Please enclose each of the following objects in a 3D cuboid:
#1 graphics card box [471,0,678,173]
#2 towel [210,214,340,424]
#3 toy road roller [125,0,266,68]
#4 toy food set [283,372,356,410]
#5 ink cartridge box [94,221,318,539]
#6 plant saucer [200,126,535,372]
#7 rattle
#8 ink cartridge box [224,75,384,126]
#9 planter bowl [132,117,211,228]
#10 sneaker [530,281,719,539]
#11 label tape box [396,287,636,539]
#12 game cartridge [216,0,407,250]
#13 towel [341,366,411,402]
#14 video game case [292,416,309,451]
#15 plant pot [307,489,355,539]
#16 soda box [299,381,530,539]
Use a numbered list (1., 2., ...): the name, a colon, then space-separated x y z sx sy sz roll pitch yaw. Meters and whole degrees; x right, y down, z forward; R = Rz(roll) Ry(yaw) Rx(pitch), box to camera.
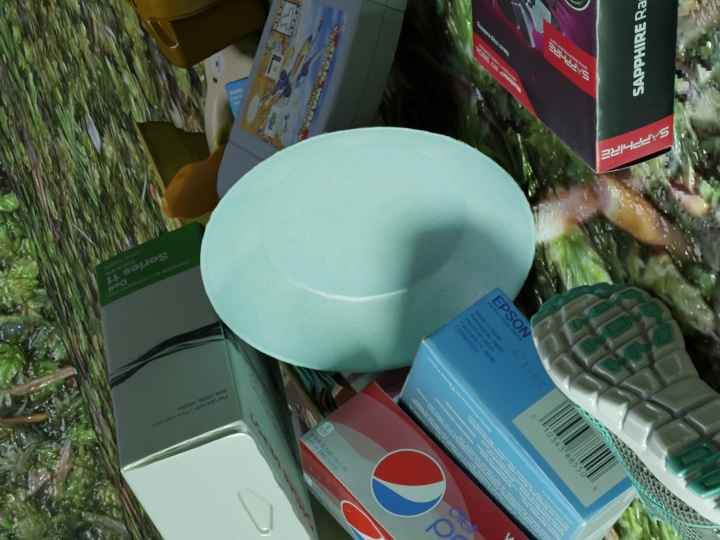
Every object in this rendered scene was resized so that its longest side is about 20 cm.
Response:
1. graphics card box: 0.099 -0.160 0.849 0.126 0.051 0.200 -128 26 -45
2. towel: -0.051 0.047 1.242 0.147 0.022 0.200 58 174 18
3. toy road roller: -0.152 -0.248 1.402 0.200 0.123 0.146 44 160 54
4. toy food set: 0.007 0.138 1.337 0.144 0.060 0.200 -52 52 42
5. ink cartridge box: -0.098 0.091 1.148 0.200 0.083 0.147 -107 -6 -51
6. plant saucer: 0.004 -0.019 1.079 0.039 0.201 0.201 -96 2 -46
7. rattle: -0.132 -0.133 1.422 0.200 0.143 0.130 65 159 15
8. ink cartridge box: -0.021 -0.052 1.287 0.115 0.068 0.200 1 110 67
9. planter bowl: -0.119 -0.054 1.541 0.200 0.083 0.201 156 90 -85
10. sneaker: 0.151 0.086 0.927 0.200 0.077 0.091 -126 19 -46
11. label tape box: 0.089 0.118 1.112 0.143 0.066 0.200 49 159 16
12. game cartridge: -0.029 -0.120 1.133 0.133 0.041 0.200 35 108 64
13. towel: 0.000 0.000 1.198 0.200 0.030 0.146 54 134 10
14. video game case: 0.001 0.239 1.450 0.182 0.022 0.200 57 -171 -33
15. plant pot: 0.005 0.233 1.177 0.187 0.187 0.200 100 152 -58
16. soda box: 0.049 0.164 1.087 0.200 0.063 0.070 44 157 24
